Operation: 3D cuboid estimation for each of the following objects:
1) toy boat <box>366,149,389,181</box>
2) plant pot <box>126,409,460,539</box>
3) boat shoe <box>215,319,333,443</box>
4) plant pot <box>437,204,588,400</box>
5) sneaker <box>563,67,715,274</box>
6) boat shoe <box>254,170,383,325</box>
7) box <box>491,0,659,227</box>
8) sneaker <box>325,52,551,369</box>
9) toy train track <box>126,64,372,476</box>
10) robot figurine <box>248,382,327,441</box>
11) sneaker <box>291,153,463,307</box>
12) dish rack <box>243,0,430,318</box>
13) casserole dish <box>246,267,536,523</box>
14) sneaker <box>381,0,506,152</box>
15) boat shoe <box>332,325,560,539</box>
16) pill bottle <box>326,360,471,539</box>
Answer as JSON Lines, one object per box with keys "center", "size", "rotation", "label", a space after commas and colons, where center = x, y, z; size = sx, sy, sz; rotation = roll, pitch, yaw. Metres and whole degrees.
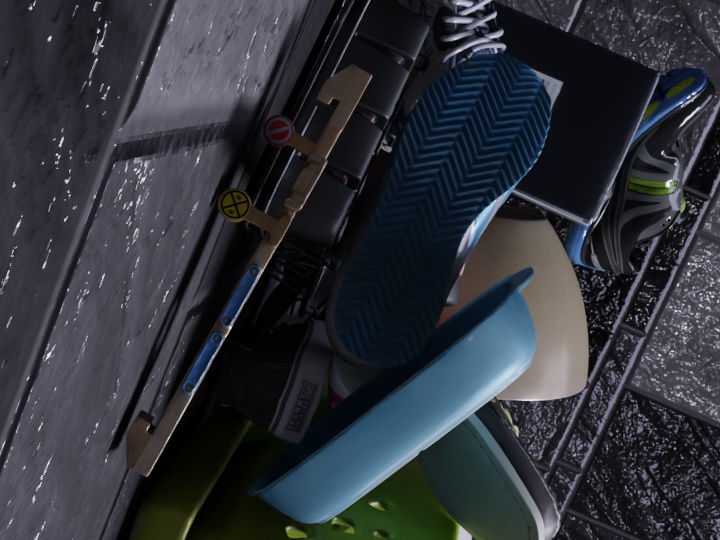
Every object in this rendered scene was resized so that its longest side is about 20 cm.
{"center": [0.078, -0.117, 1.115], "size": [0.131, 0.130, 0.200], "rotation": [4, 112, -58], "label": "toy boat"}
{"center": [-0.058, 0.209, 0.741], "size": [0.200, 0.181, 0.199], "rotation": [-63, 176, -73], "label": "plant pot"}
{"center": [-0.057, 0.061, 0.728], "size": [0.200, 0.066, 0.070], "rotation": [-98, -152, -85], "label": "boat shoe"}
{"center": [0.100, 0.014, 1.008], "size": [0.200, 0.200, 0.135], "rotation": [-58, 156, -79], "label": "plant pot"}
{"center": [0.235, -0.078, 0.971], "size": [0.071, 0.083, 0.200], "rotation": [-65, 177, -53], "label": "sneaker"}
{"center": [0.000, 0.000, 0.828], "size": [0.200, 0.064, 0.071], "rotation": [-44, -155, 44], "label": "boat shoe"}
{"center": [0.106, -0.137, 0.928], "size": [0.197, 0.200, 0.124], "rotation": [-58, 172, -80], "label": "box"}
{"center": [0.038, -0.036, 0.682], "size": [0.200, 0.076, 0.081], "rotation": [-58, -175, -12], "label": "sneaker"}
{"center": [-0.058, -0.006, 0.529], "size": [0.200, 0.032, 0.115], "rotation": [-61, -175, -2], "label": "toy train track"}
{"center": [-0.057, 0.146, 0.993], "size": [0.176, 0.116, 0.200], "rotation": [-61, 175, -18], "label": "robot figurine"}
{"center": [0.016, -0.031, 0.926], "size": [0.201, 0.067, 0.108], "rotation": [2, -100, 59], "label": "sneaker"}
{"center": [-0.017, -0.058, 0.701], "size": [0.200, 0.054, 0.154], "rotation": [114, 1, -72], "label": "dish rack"}
{"center": [0.025, 0.073, 0.656], "size": [0.200, 0.039, 0.121], "rotation": [-39, -179, 9], "label": "casserole dish"}
{"center": [0.063, -0.150, 0.757], "size": [0.077, 0.085, 0.200], "rotation": [-12, 132, -30], "label": "sneaker"}
{"center": [0.061, 0.091, 0.741], "size": [0.060, 0.201, 0.072], "rotation": [-13, 136, -35], "label": "boat shoe"}
{"center": [0.028, 0.161, 0.879], "size": [0.113, 0.113, 0.200], "rotation": [-62, 157, -70], "label": "pill bottle"}
